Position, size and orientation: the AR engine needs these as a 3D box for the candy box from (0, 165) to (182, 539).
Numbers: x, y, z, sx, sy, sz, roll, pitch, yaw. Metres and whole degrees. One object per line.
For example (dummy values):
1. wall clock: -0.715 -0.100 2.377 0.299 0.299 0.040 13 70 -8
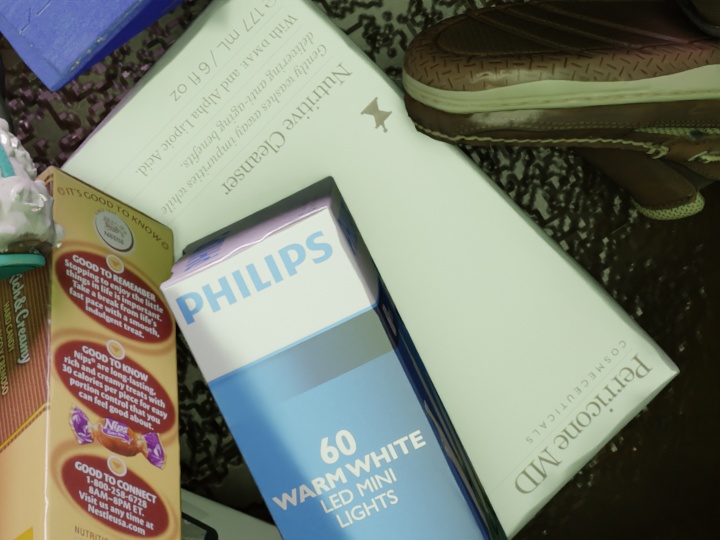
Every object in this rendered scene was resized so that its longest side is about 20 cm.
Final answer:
1. candy box: -0.109 0.079 0.734 0.056 0.200 0.117 28 130 -35

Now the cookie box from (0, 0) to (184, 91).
1. cookie box: -0.021 -0.159 0.742 0.171 0.200 0.075 -38 95 31

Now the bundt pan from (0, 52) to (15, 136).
1. bundt pan: -0.209 -0.069 0.797 0.202 0.076 0.202 0 125 1

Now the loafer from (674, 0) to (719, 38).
1. loafer: 0.106 -0.167 0.802 0.073 0.071 0.200 -26 59 23

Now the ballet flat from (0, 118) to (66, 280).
1. ballet flat: -0.172 -0.001 0.760 0.200 0.072 0.072 -24 96 32

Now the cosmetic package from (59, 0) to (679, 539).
1. cosmetic package: 0.000 0.000 0.840 0.200 0.081 0.113 42 92 -4

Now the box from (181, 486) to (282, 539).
1. box: -0.030 0.144 0.815 0.200 0.035 0.110 25 57 -23

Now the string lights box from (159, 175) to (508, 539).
1. string lights box: 0.008 0.076 0.757 0.059 0.103 0.200 -25 97 3

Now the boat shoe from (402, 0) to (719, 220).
1. boat shoe: 0.105 -0.051 0.824 0.202 0.075 0.075 -7 114 -27
